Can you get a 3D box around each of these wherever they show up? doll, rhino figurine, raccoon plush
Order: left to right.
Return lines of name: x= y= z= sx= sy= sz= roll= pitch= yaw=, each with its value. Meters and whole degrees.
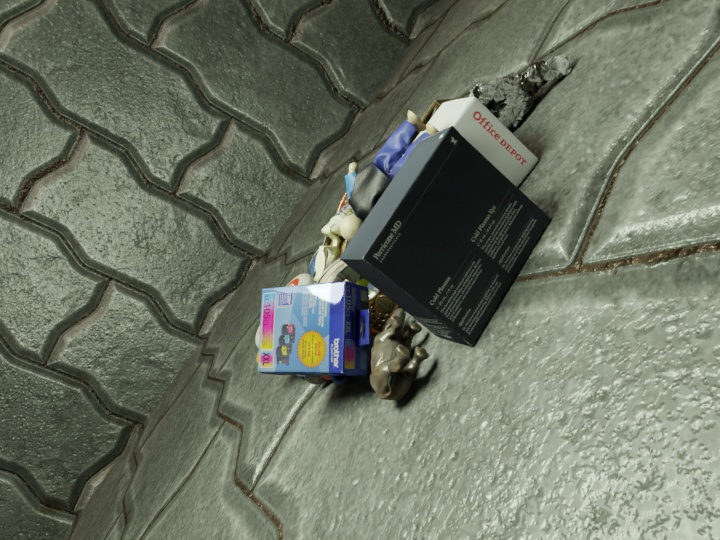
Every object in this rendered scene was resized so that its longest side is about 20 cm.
doll: x=0.038 y=-0.125 z=0.810 sx=0.136 sy=0.048 sz=0.201 roll=43 pitch=98 yaw=30
rhino figurine: x=0.046 y=0.110 z=0.804 sx=0.088 sy=0.059 sz=0.200 roll=-60 pitch=10 yaw=18
raccoon plush: x=0.286 y=-0.325 z=1.049 sx=0.197 sy=0.098 sz=0.134 roll=-16 pitch=18 yaw=14

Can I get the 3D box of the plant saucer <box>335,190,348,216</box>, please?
plant saucer: x=0.021 y=-0.103 z=1.123 sx=0.199 sy=0.032 sz=0.203 roll=-23 pitch=58 yaw=43

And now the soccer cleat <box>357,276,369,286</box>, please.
soccer cleat: x=0.000 y=0.001 z=1.032 sx=0.065 sy=0.082 sz=0.203 roll=-90 pitch=19 yaw=-67

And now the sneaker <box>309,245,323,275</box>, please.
sneaker: x=-0.071 y=-0.006 z=1.349 sx=0.199 sy=0.081 sz=0.147 roll=-37 pitch=18 yaw=32

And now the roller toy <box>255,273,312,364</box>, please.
roller toy: x=-0.125 y=0.108 z=1.155 sx=0.200 sy=0.139 sz=0.184 roll=-38 pitch=21 yaw=44

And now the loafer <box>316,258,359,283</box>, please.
loafer: x=-0.059 y=0.066 z=0.976 sx=0.201 sy=0.072 sz=0.063 roll=-50 pitch=35 yaw=-1

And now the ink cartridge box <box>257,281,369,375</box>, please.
ink cartridge box: x=-0.060 y=0.092 z=0.872 sx=0.197 sy=0.076 sz=0.139 roll=-6 pitch=78 yaw=31

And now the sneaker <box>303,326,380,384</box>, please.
sneaker: x=-0.044 y=0.155 z=0.949 sx=0.200 sy=0.075 sz=0.079 roll=-39 pitch=24 yaw=46

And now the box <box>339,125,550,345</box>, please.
box: x=0.107 y=-0.042 z=0.726 sx=0.201 sy=0.181 sz=0.104 roll=-55 pitch=16 yaw=-10

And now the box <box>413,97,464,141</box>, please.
box: x=0.132 y=-0.256 z=1.080 sx=0.164 sy=0.021 sz=0.200 roll=-56 pitch=-11 yaw=29

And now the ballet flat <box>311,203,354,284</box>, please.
ballet flat: x=-0.050 y=-0.049 z=1.093 sx=0.072 sy=0.071 sz=0.203 roll=-18 pitch=55 yaw=64

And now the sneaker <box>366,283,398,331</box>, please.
sneaker: x=0.042 y=0.040 z=0.975 sx=0.200 sy=0.067 sz=0.090 roll=-48 pitch=3 yaw=31

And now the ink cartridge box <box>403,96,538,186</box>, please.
ink cartridge box: x=0.146 y=-0.148 z=0.904 sx=0.201 sy=0.146 sz=0.146 roll=-52 pitch=16 yaw=3
